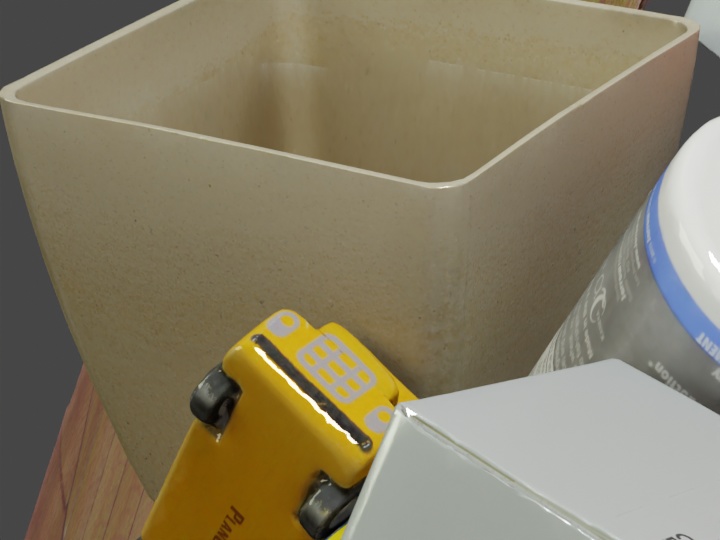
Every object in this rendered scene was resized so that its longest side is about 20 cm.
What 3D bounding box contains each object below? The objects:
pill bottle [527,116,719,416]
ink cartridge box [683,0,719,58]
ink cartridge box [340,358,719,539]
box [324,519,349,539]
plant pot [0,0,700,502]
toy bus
[{"bbox_3d":[0.115,0.050,1.001,0.200,0.113,0.114,119,166,-45],"label":"pill bottle"},{"bbox_3d":[0.169,-0.153,1.134,0.200,0.047,0.161,-48,-18,-72],"label":"ink cartridge box"},{"bbox_3d":[0.063,0.148,0.869,0.145,0.144,0.201,-8,-55,-59],"label":"ink cartridge box"},{"bbox_3d":[0.001,0.150,1.054,0.070,0.064,0.200,-36,-17,-34],"label":"box"},{"bbox_3d":[0.000,0.000,1.152,0.200,0.199,0.178,-33,-51,-51],"label":"plant pot"},{"bbox_3d":[-0.031,0.088,1.054,0.078,0.065,0.200,-33,-20,-39],"label":"toy bus"}]
